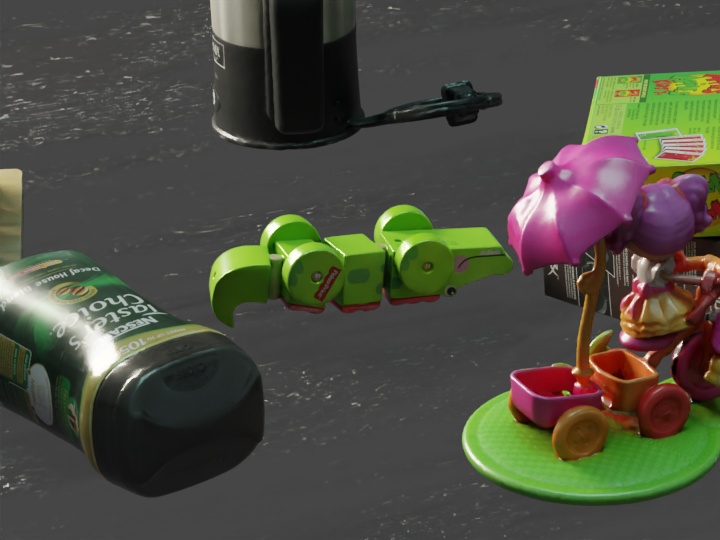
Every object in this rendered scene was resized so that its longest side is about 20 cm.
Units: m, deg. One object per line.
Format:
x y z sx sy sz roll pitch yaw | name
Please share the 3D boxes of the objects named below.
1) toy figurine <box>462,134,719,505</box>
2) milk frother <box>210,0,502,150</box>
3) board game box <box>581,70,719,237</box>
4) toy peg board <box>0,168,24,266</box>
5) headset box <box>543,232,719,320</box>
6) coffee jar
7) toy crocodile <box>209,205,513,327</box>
0.154 0.012 1.539 0.199 0.185 0.150 -11 26 -22 | toy figurine
-0.007 -0.192 2.006 0.199 0.189 0.180 -12 27 -22 | milk frother
0.192 -0.074 1.700 0.101 0.048 0.200 -2 20 10 | board game box
-0.331 -0.054 1.832 0.199 0.098 0.199 -4 24 -5 | toy peg board
0.233 -0.016 1.709 0.149 0.078 0.200 -20 25 -35 | headset box
-0.146 0.059 1.578 0.104 0.086 0.200 -19 29 -33 | coffee jar
0.000 0.000 1.743 0.199 0.062 0.068 -5 23 -19 | toy crocodile
